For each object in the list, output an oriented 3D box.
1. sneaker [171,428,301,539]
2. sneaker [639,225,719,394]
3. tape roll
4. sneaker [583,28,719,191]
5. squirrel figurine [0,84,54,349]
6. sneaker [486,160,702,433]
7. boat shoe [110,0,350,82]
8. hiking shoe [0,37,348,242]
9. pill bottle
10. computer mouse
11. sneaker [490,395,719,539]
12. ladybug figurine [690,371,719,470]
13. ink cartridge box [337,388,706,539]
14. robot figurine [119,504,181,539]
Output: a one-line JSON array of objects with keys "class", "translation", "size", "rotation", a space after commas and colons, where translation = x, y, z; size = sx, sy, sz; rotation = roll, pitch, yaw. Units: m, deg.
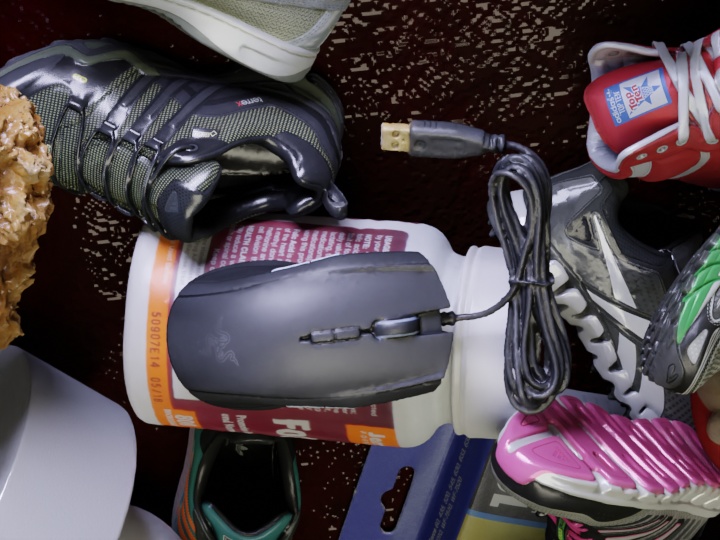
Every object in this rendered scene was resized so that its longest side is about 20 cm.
[{"class": "sneaker", "translation": [-0.070, 0.142, 1.308], "size": [0.071, 0.080, 0.201], "rotation": [-1, 125, -5]}, {"class": "sneaker", "translation": [0.215, 0.008, 1.174], "size": [0.085, 0.200, 0.078], "rotation": [45, 141, 15]}, {"class": "tape roll", "translation": [-0.201, 0.143, 1.224], "size": [0.071, 0.203, 0.203], "rotation": [33, 116, -24]}, {"class": "sneaker", "translation": [0.181, -0.101, 1.134], "size": [0.112, 0.072, 0.200], "rotation": [2, 148, -23]}, {"class": "squirrel figurine", "translation": [-0.223, -0.058, 1.110], "size": [0.199, 0.141, 0.188], "rotation": [21, 91, 17]}, {"class": "sneaker", "translation": [0.156, 0.018, 1.252], "size": [0.090, 0.067, 0.200], "rotation": [-32, 116, 16]}, {"class": "boat shoe", "translation": [-0.093, -0.160, 1.109], "size": [0.201, 0.075, 0.065], "rotation": [28, 112, -26]}, {"class": "hiking shoe", "translation": [-0.104, -0.061, 1.155], "size": [0.198, 0.101, 0.076], "rotation": [-1, 124, -5]}, {"class": "pill bottle", "translation": [-0.013, 0.030, 1.193], "size": [0.198, 0.114, 0.115], "rotation": [5, 125, 9]}, {"class": "computer mouse", "translation": [0.000, 0.000, 1.107], "size": [0.198, 0.046, 0.142], "rotation": [0, 96, 9]}, {"class": "sneaker", "translation": [0.120, 0.121, 1.191], "size": [0.088, 0.074, 0.199], "rotation": [-52, 149, 17]}, {"class": "ladybug figurine", "translation": [0.245, 0.069, 1.245], "size": [0.199, 0.136, 0.072], "rotation": [-10, 141, -40]}, {"class": "ink cartridge box", "translation": [0.093, 0.156, 1.358], "size": [0.198, 0.047, 0.199], "rotation": [8, 124, -14]}, {"class": "robot figurine", "translation": [-0.149, 0.210, 1.318], "size": [0.169, 0.113, 0.201], "rotation": [30, 137, 19]}]
